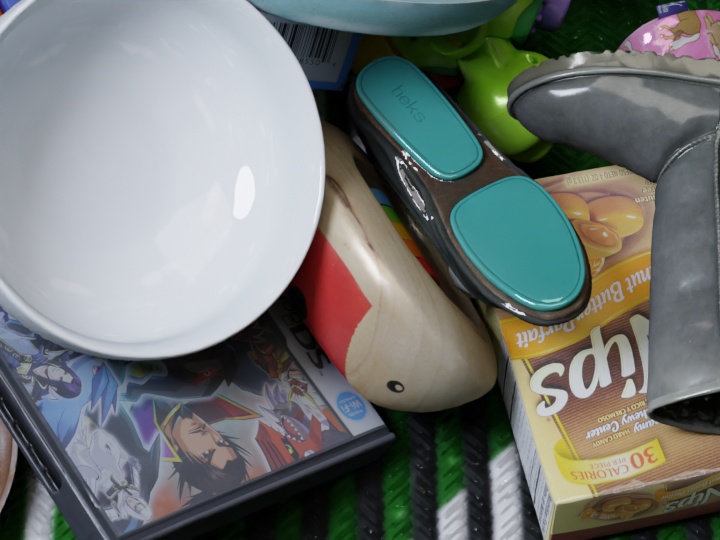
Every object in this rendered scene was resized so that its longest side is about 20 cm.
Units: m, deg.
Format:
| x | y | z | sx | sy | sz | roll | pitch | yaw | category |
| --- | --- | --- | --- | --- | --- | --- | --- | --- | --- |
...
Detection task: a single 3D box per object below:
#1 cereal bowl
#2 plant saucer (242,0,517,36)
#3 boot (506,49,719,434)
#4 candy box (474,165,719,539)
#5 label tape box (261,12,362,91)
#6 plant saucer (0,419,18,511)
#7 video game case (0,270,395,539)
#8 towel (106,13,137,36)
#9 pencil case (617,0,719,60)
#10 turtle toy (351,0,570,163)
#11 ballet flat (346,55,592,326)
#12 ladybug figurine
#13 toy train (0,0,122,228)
| x | y | z | sx | sy | sz | roll | pitch | yaw | category |
| --- | --- | --- | --- | --- | --- | --- | --- | --- | --- |
| -0.123 | -0.053 | 1.285 | 0.199 | 0.083 | 0.202 | 1 | 89 | -28 | cereal bowl |
| -0.008 | -0.162 | 1.352 | 0.198 | 0.028 | 0.200 | 9 | 22 | -4 | plant saucer |
| 0.162 | -0.014 | 1.343 | 0.180 | 0.073 | 0.202 | 0 | 71 | 12 | boot |
| 0.132 | 0.042 | 1.377 | 0.114 | 0.055 | 0.201 | -11 | 58 | -7 | candy box |
| -0.095 | -0.186 | 1.458 | 0.142 | 0.066 | 0.201 | 2 | 39 | -25 | label tape box |
| -0.279 | 0.101 | 1.334 | 0.198 | 0.035 | 0.202 | 2 | 56 | -2 | plant saucer |
| -0.102 | 0.049 | 1.319 | 0.199 | 0.026 | 0.181 | -19 | 66 | -43 | video game case |
| -0.163 | -0.190 | 1.407 | 0.023 | 0.200 | 0.154 | 5 | 86 | -28 | towel |
| 0.216 | -0.057 | 1.429 | 0.082 | 0.087 | 0.201 | -6 | 55 | -34 | pencil case |
| 0.064 | -0.153 | 1.468 | 0.145 | 0.101 | 0.201 | -27 | 56 | 19 | turtle toy |
| 0.060 | -0.033 | 1.352 | 0.068 | 0.069 | 0.200 | -24 | 56 | -16 | ballet flat |
| 0.000 | 0.000 | 1.365 | 0.072 | 0.136 | 0.201 | -38 | 54 | 9 | ladybug figurine |
| -0.213 | -0.093 | 1.356 | 0.115 | 0.085 | 0.201 | -9 | 53 | -26 | toy train |
